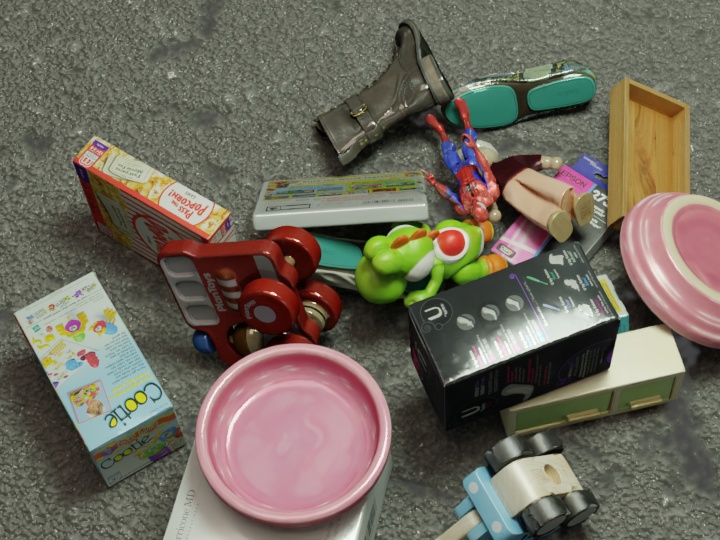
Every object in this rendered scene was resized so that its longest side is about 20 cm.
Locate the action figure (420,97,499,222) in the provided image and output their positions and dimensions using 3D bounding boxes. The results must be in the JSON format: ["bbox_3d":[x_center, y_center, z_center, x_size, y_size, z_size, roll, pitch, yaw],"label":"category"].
[{"bbox_3d":[0.110,-0.139,1.764,0.065,0.099,0.200,-30,45,15],"label":"action figure"}]

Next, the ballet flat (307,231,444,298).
[{"bbox_3d":[0.000,0.000,1.754,0.199,0.069,0.070,12,57,-23],"label":"ballet flat"}]

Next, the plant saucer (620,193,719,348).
[{"bbox_3d":[0.389,-0.010,1.692,0.200,0.051,0.201,16,51,-21],"label":"plant saucer"}]

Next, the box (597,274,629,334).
[{"bbox_3d":[0.198,0.067,1.705,0.199,0.049,0.082,-13,37,-3],"label":"box"}]

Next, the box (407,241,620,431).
[{"bbox_3d":[0.160,0.071,1.591,0.199,0.122,0.106,-20,61,-8],"label":"box"}]

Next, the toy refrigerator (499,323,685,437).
[{"bbox_3d":[0.253,0.126,1.667,0.199,0.076,0.070,-13,60,-4],"label":"toy refrigerator"}]

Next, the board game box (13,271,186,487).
[{"bbox_3d":[-0.292,0.122,1.688,0.105,0.103,0.200,-28,62,-13],"label":"board game box"}]

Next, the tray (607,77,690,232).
[{"bbox_3d":[0.347,-0.127,1.808,0.098,0.037,0.201,20,59,-21],"label":"tray"}]

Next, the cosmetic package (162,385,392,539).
[{"bbox_3d":[-0.086,0.251,1.590,0.199,0.123,0.200,9,61,10],"label":"cosmetic package"}]

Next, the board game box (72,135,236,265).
[{"bbox_3d":[-0.234,-0.058,1.762,0.200,0.152,0.046,29,65,19],"label":"board game box"}]

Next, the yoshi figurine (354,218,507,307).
[{"bbox_3d":[0.067,-0.007,1.714,0.200,0.112,0.112,-2,17,-44],"label":"yoshi figurine"}]

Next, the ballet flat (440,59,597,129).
[{"bbox_3d":[0.196,-0.224,1.889,0.199,0.074,0.074,-7,60,-3],"label":"ballet flat"}]

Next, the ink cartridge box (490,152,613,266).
[{"bbox_3d":[0.251,-0.060,1.800,0.095,0.037,0.200,34,65,21],"label":"ink cartridge box"}]

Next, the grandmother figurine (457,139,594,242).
[{"bbox_3d":[0.189,-0.105,1.785,0.121,0.061,0.200,-28,40,-27],"label":"grandmother figurine"}]

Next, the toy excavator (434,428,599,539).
[{"bbox_3d":[0.123,0.269,1.581,0.200,0.194,0.100,-46,63,28],"label":"toy excavator"}]

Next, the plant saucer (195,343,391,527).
[{"bbox_3d":[-0.067,0.173,1.535,0.200,0.051,0.201,-2,58,2],"label":"plant saucer"}]

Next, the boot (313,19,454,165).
[{"bbox_3d":[0.017,-0.225,1.885,0.174,0.069,0.200,-29,33,7],"label":"boot"}]

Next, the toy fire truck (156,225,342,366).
[{"bbox_3d":[-0.123,0.044,1.676,0.167,0.200,0.112,-2,42,21],"label":"toy fire truck"}]

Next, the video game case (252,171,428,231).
[{"bbox_3d":[-0.022,-0.083,1.770,0.199,0.023,0.182,-4,16,2],"label":"video game case"}]
